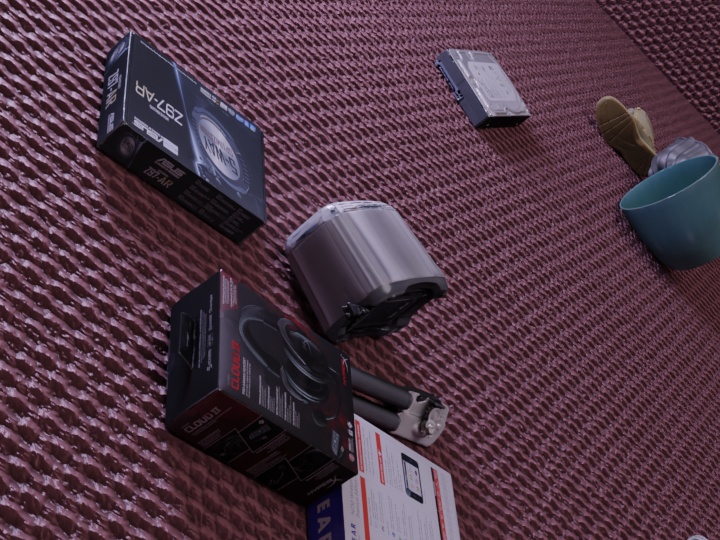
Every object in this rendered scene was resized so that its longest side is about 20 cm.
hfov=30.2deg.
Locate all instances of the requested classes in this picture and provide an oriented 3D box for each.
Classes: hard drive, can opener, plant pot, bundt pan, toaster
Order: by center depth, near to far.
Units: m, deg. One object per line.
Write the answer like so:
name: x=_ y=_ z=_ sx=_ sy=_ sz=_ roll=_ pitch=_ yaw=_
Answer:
can opener: x=0.024 y=0.144 z=1.447 sx=0.199 sy=0.053 sz=0.066 roll=26 pitch=4 yaw=-46
toaster: x=0.000 y=0.000 z=1.496 sx=0.199 sy=0.114 sz=0.130 roll=-6 pitch=60 yaw=-58
hard drive: x=0.211 y=-0.311 z=2.280 sx=0.140 sy=0.038 sz=0.200 roll=59 pitch=28 yaw=10
plant pot: x=0.617 y=-0.099 z=2.529 sx=0.162 sy=0.200 sz=0.201 roll=60 pitch=25 yaw=-12
bundt pan: x=0.650 y=-0.163 z=2.682 sx=0.075 sy=0.202 sz=0.203 roll=-22 pitch=74 yaw=-21

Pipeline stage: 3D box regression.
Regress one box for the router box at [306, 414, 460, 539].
router box: x=0.026 y=0.253 z=1.308 sx=0.179 sy=0.049 sz=0.201 roll=36 pitch=32 yaw=-32

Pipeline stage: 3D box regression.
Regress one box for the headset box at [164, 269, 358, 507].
headset box: x=-0.098 y=0.107 z=1.248 sx=0.200 sy=0.077 sz=0.150 roll=37 pitch=31 yaw=-33

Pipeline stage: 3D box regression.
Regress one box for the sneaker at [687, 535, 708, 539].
sneaker: x=0.489 y=0.451 z=1.818 sx=0.115 sy=0.074 sz=0.200 roll=40 pitch=20 yaw=-23

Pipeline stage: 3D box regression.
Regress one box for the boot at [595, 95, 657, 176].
boot: x=0.558 y=-0.308 z=2.800 sx=0.200 sy=0.073 sz=0.156 roll=46 pitch=28 yaw=-20

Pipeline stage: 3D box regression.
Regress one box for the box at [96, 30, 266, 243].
box: x=-0.187 y=-0.142 z=1.427 sx=0.200 sy=0.043 sz=0.161 roll=36 pitch=31 yaw=-33
